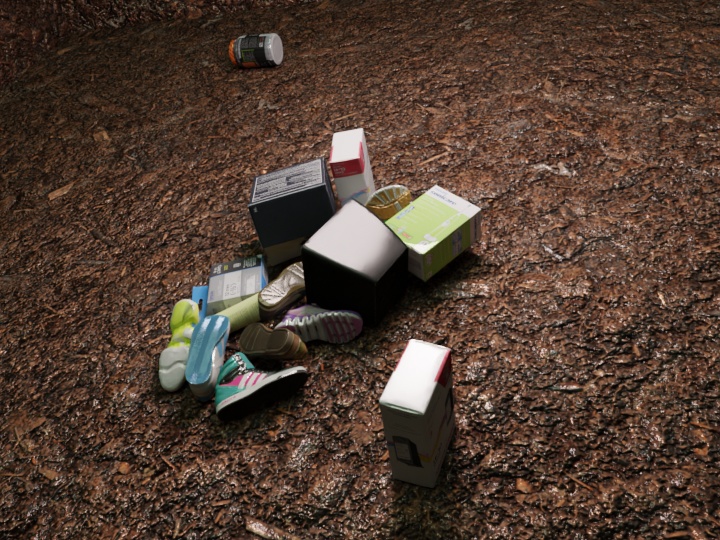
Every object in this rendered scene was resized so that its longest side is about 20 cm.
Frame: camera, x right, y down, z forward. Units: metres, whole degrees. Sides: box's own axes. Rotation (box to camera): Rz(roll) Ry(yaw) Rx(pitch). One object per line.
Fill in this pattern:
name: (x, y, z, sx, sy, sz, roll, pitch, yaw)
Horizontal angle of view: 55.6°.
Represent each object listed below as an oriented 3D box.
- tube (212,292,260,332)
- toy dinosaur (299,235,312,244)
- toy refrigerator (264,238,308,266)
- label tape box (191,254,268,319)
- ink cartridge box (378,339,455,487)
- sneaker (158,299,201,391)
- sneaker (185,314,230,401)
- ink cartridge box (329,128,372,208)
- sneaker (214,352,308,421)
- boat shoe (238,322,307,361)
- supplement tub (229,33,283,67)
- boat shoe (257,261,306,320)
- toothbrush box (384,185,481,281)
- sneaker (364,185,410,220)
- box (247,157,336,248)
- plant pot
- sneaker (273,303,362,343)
tube: (-0.259, 0.097, 1.565, 0.196, 0.058, 0.053, -25, 74, -6)
toy dinosaur: (-0.085, -0.056, 1.694, 0.199, 0.103, 0.077, -37, -1, -43)
toy refrigerator: (-0.155, -0.092, 1.755, 0.196, 0.071, 0.076, -21, 38, -10)
label tape box: (-0.322, 0.047, 1.642, 0.194, 0.067, 0.145, -11, 39, 1)
ink cartridge box: (0.103, 0.245, 1.169, 0.084, 0.203, 0.149, 8, 43, 23)
sneaker: (-0.386, 0.172, 1.514, 0.074, 0.105, 0.205, 7, 71, 9)
sneaker: (-0.325, 0.181, 1.461, 0.074, 0.082, 0.203, 3, 45, 6)
ink cartridge box: (-0.016, -0.239, 1.772, 0.083, 0.203, 0.149, -7, 38, 8)
sneaker: (-0.212, 0.216, 1.398, 0.196, 0.085, 0.122, -22, 49, -8)
boat shoe: (-0.187, 0.160, 1.435, 0.198, 0.068, 0.073, 5, 65, 53)
supplement tub: (-0.418, -0.878, 2.731, 0.195, 0.125, 0.124, 3, 41, 18)
boat shoe: (-0.161, 0.045, 1.539, 0.071, 0.067, 0.200, 36, 42, 16)
toothbrush box: (0.161, -0.089, 1.565, 0.199, 0.087, 0.144, -38, 49, -25)
sneaker: (0.033, -0.144, 1.663, 0.197, 0.077, 0.088, -31, 5, 7)
box: (-0.166, -0.169, 1.691, 0.195, 0.126, 0.200, -15, 26, 3)
plant pot: (0.000, 0.000, 1.513, 0.175, 0.203, 0.200, 26, 52, 26)
sneaker: (-0.090, 0.109, 1.493, 0.194, 0.082, 0.089, -7, 31, 9)
